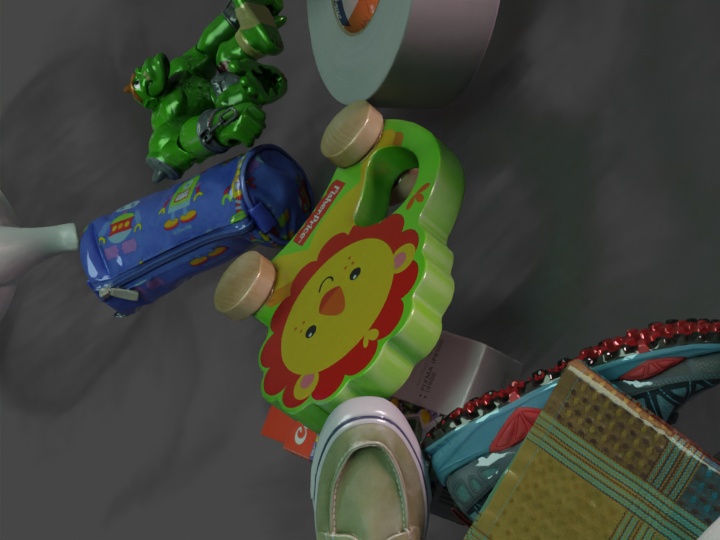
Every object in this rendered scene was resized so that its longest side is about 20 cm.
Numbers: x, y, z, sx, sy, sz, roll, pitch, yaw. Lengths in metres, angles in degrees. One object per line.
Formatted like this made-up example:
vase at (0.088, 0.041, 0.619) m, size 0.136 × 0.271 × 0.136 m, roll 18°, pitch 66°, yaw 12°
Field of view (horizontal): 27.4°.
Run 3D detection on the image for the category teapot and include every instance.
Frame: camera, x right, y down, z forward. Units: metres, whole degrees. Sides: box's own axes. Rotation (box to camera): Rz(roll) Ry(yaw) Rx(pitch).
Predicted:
teapot at (-0.365, -0.022, 1.286) m, size 0.200 × 0.146 × 0.198 m, roll 48°, pitch 133°, yaw 13°

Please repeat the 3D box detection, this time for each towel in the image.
towel at (0.124, 0.170, 0.804) m, size 0.146 × 0.022 × 0.201 m, roll 36°, pitch 110°, yaw 25°

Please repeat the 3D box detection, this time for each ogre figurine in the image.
ogre figurine at (-0.114, -0.140, 1.146) m, size 0.119 × 0.098 × 0.201 m, roll -34°, pitch 51°, yaw 26°

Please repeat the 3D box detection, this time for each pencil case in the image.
pencil case at (-0.131, -0.028, 1.124) m, size 0.199 × 0.078 × 0.087 m, roll -21°, pitch 30°, yaw 33°

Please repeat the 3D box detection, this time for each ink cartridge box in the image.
ink cartridge box at (0.003, 0.083, 0.980) m, size 0.199 × 0.050 × 0.110 m, roll 16°, pitch 82°, yaw 43°

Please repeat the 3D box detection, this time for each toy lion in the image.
toy lion at (0.000, 0.000, 0.928) m, size 0.201 × 0.069 × 0.191 m, roll -56°, pitch 31°, yaw -5°

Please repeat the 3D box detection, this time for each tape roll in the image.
tape roll at (0.027, -0.212, 1.015) m, size 0.200 × 0.065 × 0.203 m, roll -179°, pitch 90°, yaw -68°

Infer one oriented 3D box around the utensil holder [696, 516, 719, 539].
utensil holder at (0.240, 0.205, 0.645) m, size 0.170 × 0.169 × 0.200 m, roll -51°, pitch 45°, yaw 11°

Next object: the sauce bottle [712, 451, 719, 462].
sauce bottle at (0.271, 0.074, 0.743) m, size 0.199 × 0.066 × 0.067 m, roll -27°, pitch 56°, yaw 27°

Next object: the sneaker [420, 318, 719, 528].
sneaker at (0.141, 0.095, 0.857) m, size 0.199 × 0.079 × 0.096 m, roll -25°, pitch 92°, yaw 17°

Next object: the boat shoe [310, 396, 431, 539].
boat shoe at (0.009, 0.173, 0.867) m, size 0.062 × 0.071 × 0.202 m, roll -98°, pitch 4°, yaw -67°
